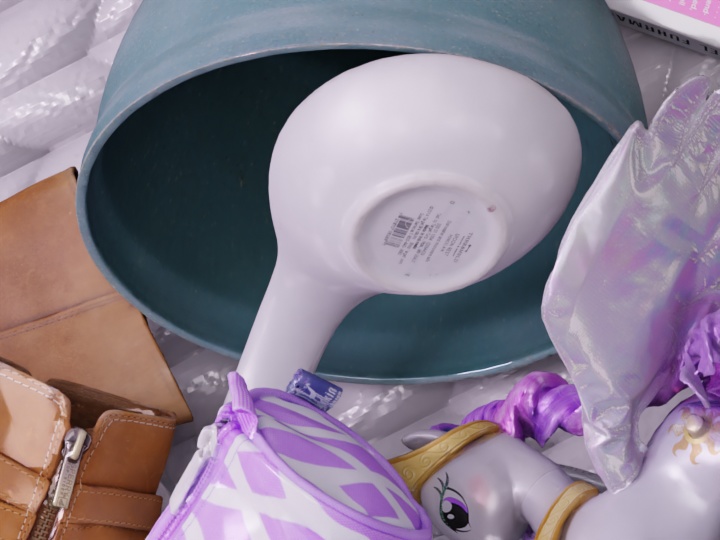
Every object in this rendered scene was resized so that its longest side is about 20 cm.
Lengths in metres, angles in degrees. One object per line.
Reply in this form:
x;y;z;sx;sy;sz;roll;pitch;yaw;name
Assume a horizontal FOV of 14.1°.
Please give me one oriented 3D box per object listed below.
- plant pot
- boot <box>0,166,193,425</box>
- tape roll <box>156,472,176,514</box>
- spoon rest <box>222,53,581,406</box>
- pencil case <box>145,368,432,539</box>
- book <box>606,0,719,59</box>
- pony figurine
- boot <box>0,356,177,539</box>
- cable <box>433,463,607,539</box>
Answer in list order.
0.007;-0.068;1.023;0.200;0.201;0.134;0;55;6;plant pot
-0.157;0.082;1.049;0.199;0.068;0.189;-20;78;-7;boot
-0.148;0.141;1.076;0.202;0.037;0.203;-1;83;7;tape roll
0.000;0.000;0.968;0.099;0.200;0.061;16;41;-20;spoon rest
-0.060;0.130;0.937;0.085;0.084;0.200;28;102;-32;pencil case
0.153;-0.142;1.076;0.200;0.048;0.134;22;88;10;book
0.108;0.061;0.937;0.193;0.167;0.200;-49;52;-4;pony figurine
-0.161;0.096;0.972;0.074;0.200;0.155;25;98;52;boot
0.043;0.163;1.008;0.200;0.069;0.200;-25;62;-9;cable
